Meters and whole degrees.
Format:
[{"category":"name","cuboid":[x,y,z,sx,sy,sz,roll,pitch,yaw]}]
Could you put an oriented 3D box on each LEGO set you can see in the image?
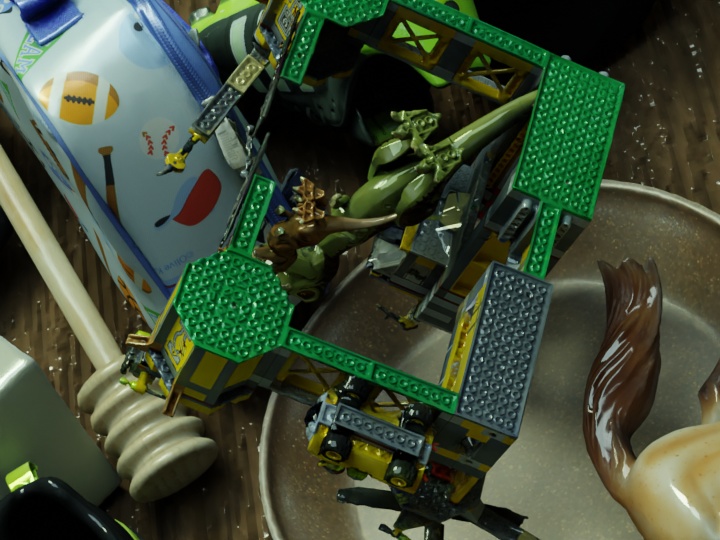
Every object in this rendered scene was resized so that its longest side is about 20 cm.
[{"category":"LEGO set","cuboid":[0.000,0.000,0.836,0.153,0.116,0.201,15,59,-12]}]

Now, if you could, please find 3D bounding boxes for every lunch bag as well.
[{"category":"lunch bag","cuboid":[-0.091,-0.061,0.939,0.075,0.161,0.200,-35,35,-8]}]

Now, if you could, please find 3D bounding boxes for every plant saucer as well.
[{"category":"plant saucer","cuboid":[0.063,0.057,0.877,0.199,0.037,0.201,-12,49,14]}]

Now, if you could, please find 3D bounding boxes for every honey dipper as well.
[{"category":"honey dipper","cuboid":[-0.117,-0.004,0.954,0.038,0.038,0.201,-31,70,-3]}]

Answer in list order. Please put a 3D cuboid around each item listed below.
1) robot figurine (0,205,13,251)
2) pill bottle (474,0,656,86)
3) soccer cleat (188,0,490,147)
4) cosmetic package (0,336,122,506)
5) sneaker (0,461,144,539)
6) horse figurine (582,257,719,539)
[{"category":"robot figurine","cuboid":[-0.235,-0.032,1.020,0.125,0.150,0.200,-2,48,56]},{"category":"pill bottle","cuboid":[0.032,-0.169,1.019,0.112,0.112,0.200,-34,49,-6]},{"category":"soccer cleat","cuboid":[-0.014,-0.082,0.964,0.067,0.081,0.200,-24,1,-24]},{"category":"cosmetic package","cuboid":[-0.199,0.106,0.916,0.200,0.087,0.103,-46,49,-14]},{"category":"sneaker","cuboid":[-0.087,0.148,0.837,0.071,0.083,0.200,-30,48,-2]},{"category":"horse figurine","cuboid":[0.144,0.068,0.781,0.199,0.050,0.133,25,61,31]}]
